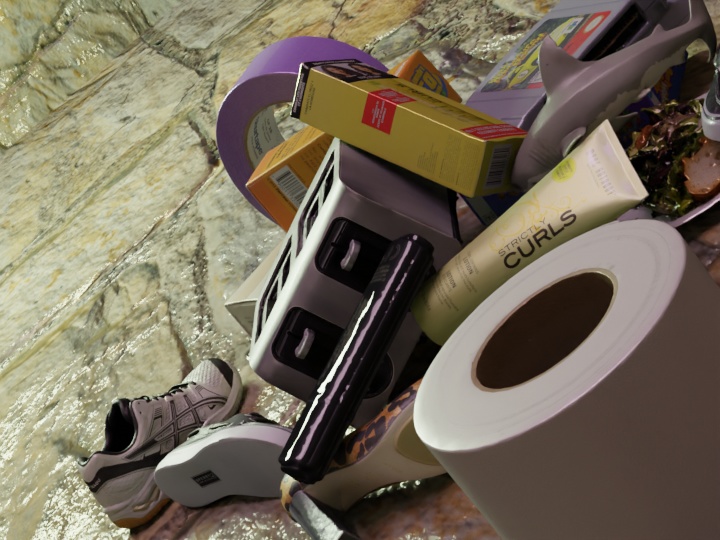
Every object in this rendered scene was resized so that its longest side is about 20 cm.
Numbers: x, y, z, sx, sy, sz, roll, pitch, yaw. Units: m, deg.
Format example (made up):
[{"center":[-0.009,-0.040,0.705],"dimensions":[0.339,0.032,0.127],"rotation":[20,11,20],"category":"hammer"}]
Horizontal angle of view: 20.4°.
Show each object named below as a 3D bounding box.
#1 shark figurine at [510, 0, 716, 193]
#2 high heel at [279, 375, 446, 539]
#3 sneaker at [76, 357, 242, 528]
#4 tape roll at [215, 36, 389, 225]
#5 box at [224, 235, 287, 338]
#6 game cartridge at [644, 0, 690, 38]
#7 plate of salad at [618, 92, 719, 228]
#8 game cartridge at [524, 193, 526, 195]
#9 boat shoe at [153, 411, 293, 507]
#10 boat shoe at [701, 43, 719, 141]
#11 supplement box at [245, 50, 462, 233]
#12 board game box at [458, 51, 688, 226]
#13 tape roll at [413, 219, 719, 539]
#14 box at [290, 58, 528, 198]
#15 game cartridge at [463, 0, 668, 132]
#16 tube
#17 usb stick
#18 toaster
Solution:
[{"center":[0.183,-0.154,1.510],"dimensions":[0.214,0.090,0.128],"rotation":[-41,-8,0],"category":"shark figurine"},{"center":[0.017,0.116,1.482],"dimensions":[0.200,0.071,0.143],"rotation":[-51,26,1],"category":"high heel"},{"center":[-0.178,0.134,1.791],"dimensions":[0.075,0.088,0.200],"rotation":[-23,24,43],"category":"sneaker"},{"center":[-0.037,-0.124,1.921],"dimensions":[0.199,0.200,0.066],"rotation":[-21,26,41],"category":"tape roll"},{"center":[-0.018,-0.008,1.796],"dimensions":[0.200,0.095,0.078],"rotation":[-47,19,-25],"category":"box"},{"center":[0.197,-0.174,1.717],"dimensions":[0.200,0.041,0.133],"rotation":[-40,24,1],"category":"game cartridge"},{"center":[0.250,-0.093,1.563],"dimensions":[0.199,0.048,0.200],"rotation":[-35,20,15],"category":"plate of salad"},{"center":[0.140,0.005,1.514],"dimensions":[0.134,0.040,0.200],"rotation":[-54,20,2],"category":"game cartridge"},{"center":[-0.097,0.149,1.652],"dimensions":[0.200,0.070,0.066],"rotation":[-26,24,53],"category":"boat shoe"},{"center":[0.302,-0.162,1.521],"dimensions":[0.071,0.068,0.200],"rotation":[-3,27,29],"category":"boat shoe"},{"center":[-0.007,-0.111,1.750],"dimensions":[0.199,0.069,0.067],"rotation":[-29,19,35],"category":"supplement box"},{"center":[0.187,-0.131,1.760],"dimensions":[0.199,0.045,0.135],"rotation":[-28,23,32],"category":"board game box"},{"center":[0.150,0.085,1.221],"dimensions":[0.202,0.139,0.203],"rotation":[-35,21,15],"category":"tape roll"},{"center":[0.040,-0.116,1.606],"dimensions":[0.199,0.051,0.075],"rotation":[28,24,36],"category":"box"},{"center":[0.162,-0.170,1.673],"dimensions":[0.200,0.041,0.133],"rotation":[-48,17,-18],"category":"game cartridge"},{"center":[0.120,-0.022,1.458],"dimensions":[0.200,0.058,0.052],"rotation":[-40,1,23],"category":"tube"},{"center":[-0.003,0.065,1.467],"dimensions":[0.201,0.032,0.055],"rotation":[-63,14,-14],"category":"usb stick"},{"center":[0.000,0.000,1.621],"dimensions":[0.182,0.118,0.200],"rotation":[-62,10,19],"category":"toaster"}]
